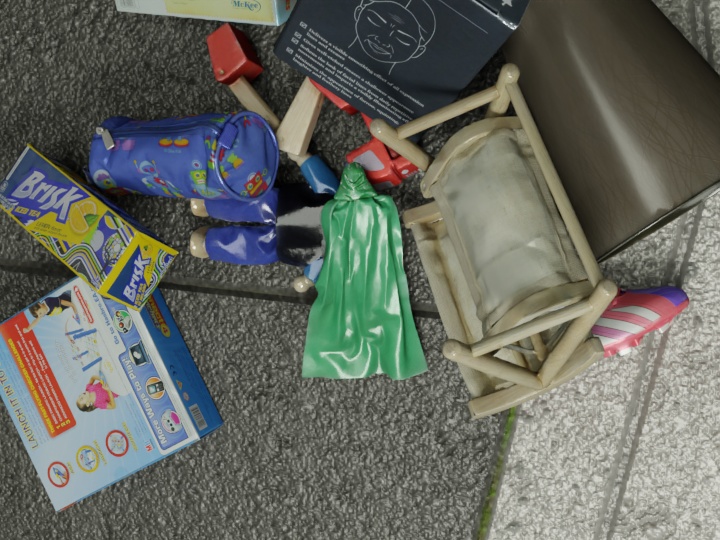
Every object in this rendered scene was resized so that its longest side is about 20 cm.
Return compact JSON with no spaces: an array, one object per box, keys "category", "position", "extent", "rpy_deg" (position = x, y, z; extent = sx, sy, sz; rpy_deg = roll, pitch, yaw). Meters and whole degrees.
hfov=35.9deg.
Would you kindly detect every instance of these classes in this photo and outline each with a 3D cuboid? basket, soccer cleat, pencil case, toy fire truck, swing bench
[{"category":"basket","position":[0.206,-0.133,0.890],"extent":[0.179,0.136,0.202],"rpy_deg":[-32,81,3]},{"category":"soccer cleat","position":[0.182,0.048,0.959],"extent":[0.198,0.067,0.077],"rpy_deg":[-27,83,24]},{"category":"pencil case","position":[-0.169,-0.107,1.026],"extent":[0.198,0.087,0.079],"rpy_deg":[5,67,38]},{"category":"toy fire truck","position":[-0.040,-0.151,1.006],"extent":[0.140,0.049,0.202],"rpy_deg":[-27,82,12]},{"category":"swing bench","position":[0.107,-0.015,0.886],"extent":[0.128,0.200,0.201],"rpy_deg":[-21,68,4]}]

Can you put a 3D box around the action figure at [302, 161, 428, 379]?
[{"category":"action figure","position":[0.000,0.000,0.989],"extent":[0.116,0.055,0.203],"rpy_deg":[-4,117,-5]}]

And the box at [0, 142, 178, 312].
[{"category":"box","position":[-0.267,-0.044,1.066],"extent":[0.199,0.064,0.071],"rpy_deg":[34,90,36]}]

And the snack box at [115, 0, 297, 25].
[{"category":"snack box","position":[-0.152,-0.290,1.006],"extent":[0.198,0.037,0.118],"rpy_deg":[13,126,31]}]

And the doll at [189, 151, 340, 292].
[{"category":"doll","position":[-0.063,-0.050,1.041],"extent":[0.197,0.048,0.139],"rpy_deg":[3,92,20]}]

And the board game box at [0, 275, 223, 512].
[{"category":"board game box","position":[-0.268,0.113,1.134],"extent":[0.194,0.056,0.202],"rpy_deg":[-27,87,21]}]

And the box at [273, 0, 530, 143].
[{"category":"box","position":[0.038,-0.216,0.877],"extent":[0.147,0.200,0.108],"rpy_deg":[32,64,-8]}]
